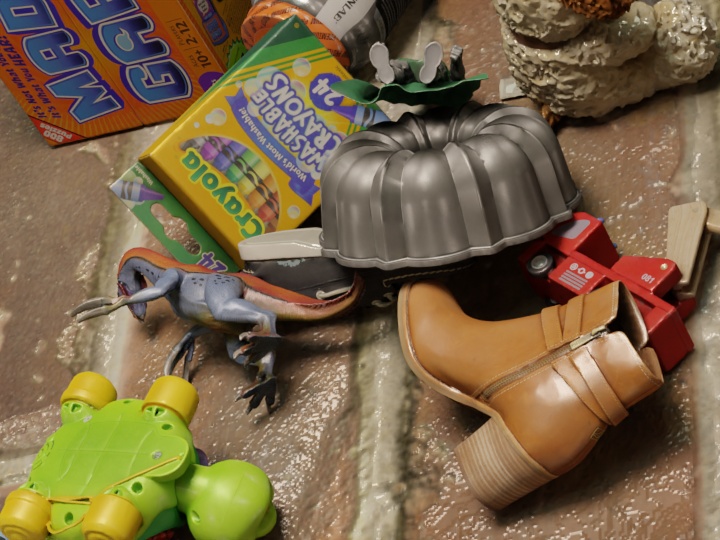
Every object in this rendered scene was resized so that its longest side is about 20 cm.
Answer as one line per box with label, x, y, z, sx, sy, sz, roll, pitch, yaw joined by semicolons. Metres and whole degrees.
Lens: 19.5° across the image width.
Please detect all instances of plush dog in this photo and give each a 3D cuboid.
plush dog;0.150;-0.200;1.604;0.160;0.172;0.200;-43;44;-11

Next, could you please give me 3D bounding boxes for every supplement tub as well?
supplement tub;-0.012;-0.256;1.790;0.122;0.123;0.200;10;57;36

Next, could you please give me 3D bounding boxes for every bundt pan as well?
bundt pan;0.059;-0.071;1.546;0.202;0.076;0.202;-11;17;4

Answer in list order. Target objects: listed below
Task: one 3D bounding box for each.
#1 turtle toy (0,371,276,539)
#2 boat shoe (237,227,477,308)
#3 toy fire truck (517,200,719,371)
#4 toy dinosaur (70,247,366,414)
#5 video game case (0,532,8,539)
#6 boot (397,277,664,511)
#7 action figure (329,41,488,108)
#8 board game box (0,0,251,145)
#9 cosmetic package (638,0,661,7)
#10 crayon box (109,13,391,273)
turtle toy;-0.155;0.157;1.505;0.200;0.101;0.146;1;49;30
boat shoe;0.000;0.000;1.592;0.200;0.060;0.074;-3;14;22
toy fire truck;0.221;-0.004;1.473;0.141;0.049;0.200;-43;43;-13
toy dinosaur;-0.115;0.029;1.609;0.200;0.105;0.182;-27;47;-11
video game case;-0.252;0.264;1.525;0.200;0.017;0.143;18;62;40
boot;0.118;0.050;1.440;0.155;0.074;0.200;-40;54;21
action figure;0.046;-0.151;1.637;0.118;0.200;0.055;1;91;6
board game box;-0.220;-0.266;1.862;0.200;0.200;0.200;-10;46;22
cosmetic package;0.246;-0.346;1.722;0.200;0.123;0.199;-36;42;-6
crayon box;-0.085;-0.091;1.674;0.200;0.126;0.052;-46;11;-13
